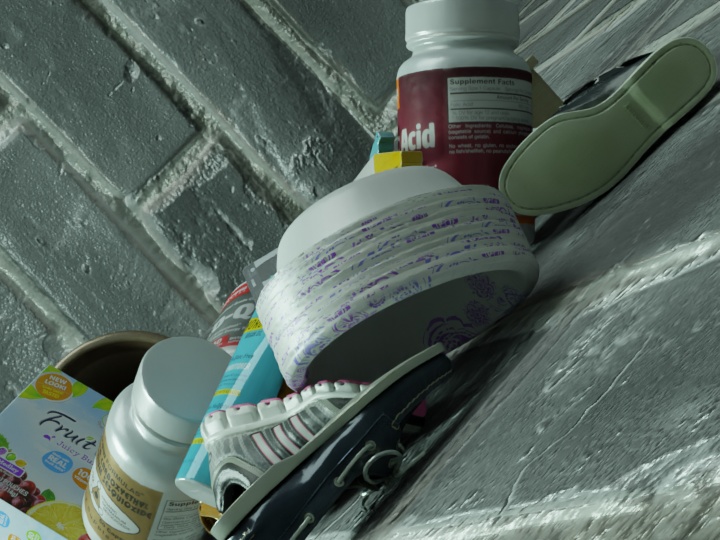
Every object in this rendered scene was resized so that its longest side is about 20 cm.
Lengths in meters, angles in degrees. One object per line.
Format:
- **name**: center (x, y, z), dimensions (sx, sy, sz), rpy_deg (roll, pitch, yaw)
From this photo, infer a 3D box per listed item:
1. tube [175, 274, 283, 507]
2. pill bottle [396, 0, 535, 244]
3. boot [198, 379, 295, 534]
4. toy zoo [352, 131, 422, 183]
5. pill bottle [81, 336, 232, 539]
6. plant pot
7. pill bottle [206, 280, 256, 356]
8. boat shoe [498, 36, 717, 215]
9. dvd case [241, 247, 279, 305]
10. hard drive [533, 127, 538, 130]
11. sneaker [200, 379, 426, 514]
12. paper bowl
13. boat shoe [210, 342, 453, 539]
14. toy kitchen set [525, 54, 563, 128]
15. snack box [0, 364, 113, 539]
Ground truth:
- **tube**: center (-0.083, 0.086, 1.527), dimensions (0.077, 0.050, 0.201), rpy_deg (-8, 53, 50)
- **pill bottle**: center (0.087, -0.119, 1.629), dimensions (0.113, 0.202, 0.114), rpy_deg (-1, -4, 0)
- **boot**: center (-0.063, 0.144, 1.549), dimensions (0.144, 0.071, 0.201), rpy_deg (-53, -1, -26)
- **toy zoo**: center (0.024, -0.016, 1.606), dimensions (0.020, 0.202, 0.131), rpy_deg (-1, -10, -19)
- **pill bottle**: center (-0.163, 0.153, 1.652), dimensions (0.114, 0.114, 0.201), rpy_deg (-49, -13, -45)
- **plant pot**: center (-0.217, 0.174, 1.946), dimensions (0.200, 0.200, 0.175), rpy_deg (-45, -12, -8)
- **pill bottle**: center (-0.088, 0.075, 1.861), dimensions (0.114, 0.114, 0.200), rpy_deg (-41, 14, 28)
- **boat shoe**: center (0.196, -0.117, 1.565), dimensions (0.199, 0.075, 0.066), rpy_deg (-42, 4, 12)
- **dvd case**: center (0.000, 0.000, 1.753), dimensions (0.199, 0.025, 0.151), rpy_deg (-31, 43, 5)
- **hard drive**: center (0.100, -0.088, 1.831), dimensions (0.199, 0.027, 0.132), rpy_deg (-5, 31, 37)
- **sneaker**: center (-0.034, 0.134, 1.399), dimensions (0.199, 0.074, 0.088), rpy_deg (-16, 65, 34)
- **paper bowl**: center (0.020, 0.000, 1.408), dimensions (0.199, 0.105, 0.201), rpy_deg (-22, -19, -8)
- **boat shoe**: center (-0.007, 0.126, 1.287), dimensions (0.200, 0.062, 0.075), rpy_deg (-40, -7, -21)
- **toy kitchen set**: center (0.088, -0.148, 2.094), dimensions (0.181, 0.163, 0.200), rpy_deg (-47, 6, -28)
- **snack box**: center (-0.249, 0.197, 1.776), dimensions (0.169, 0.199, 0.068), rpy_deg (-49, -14, -49)
